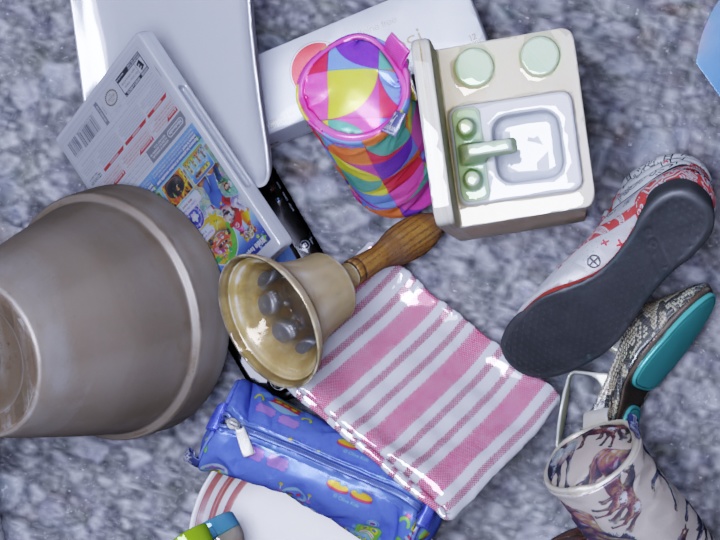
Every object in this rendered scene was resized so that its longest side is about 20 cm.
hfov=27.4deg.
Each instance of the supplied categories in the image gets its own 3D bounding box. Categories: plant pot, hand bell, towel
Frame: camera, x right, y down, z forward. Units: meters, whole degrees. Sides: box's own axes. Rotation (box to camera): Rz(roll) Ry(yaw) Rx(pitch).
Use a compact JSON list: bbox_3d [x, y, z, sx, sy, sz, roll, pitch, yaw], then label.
[{"bbox_3d":[-0.227,0.047,1.109,0.199,0.173,0.202,7,105,29],"label":"plant pot"},{"bbox_3d":[0.000,0.000,1.115,0.104,0.199,0.105,25,129,36],"label":"hand bell"},{"bbox_3d":[0.038,0.080,1.123,0.200,0.030,0.146,39,57,14],"label":"towel"}]

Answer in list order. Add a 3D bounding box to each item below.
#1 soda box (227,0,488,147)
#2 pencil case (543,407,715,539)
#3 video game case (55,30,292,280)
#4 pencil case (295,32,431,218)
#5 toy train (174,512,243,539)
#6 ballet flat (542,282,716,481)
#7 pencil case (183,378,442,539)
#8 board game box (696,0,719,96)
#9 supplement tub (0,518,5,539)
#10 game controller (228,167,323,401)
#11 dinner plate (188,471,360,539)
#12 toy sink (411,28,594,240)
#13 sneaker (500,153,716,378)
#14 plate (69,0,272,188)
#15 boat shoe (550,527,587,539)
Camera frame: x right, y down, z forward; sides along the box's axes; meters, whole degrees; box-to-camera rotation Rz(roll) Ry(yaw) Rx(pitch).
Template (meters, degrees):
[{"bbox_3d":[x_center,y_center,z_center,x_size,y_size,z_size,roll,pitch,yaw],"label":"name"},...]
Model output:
[{"bbox_3d":[0.000,-0.164,1.166,0.199,0.068,0.064,-22,86,8],"label":"soda box"},{"bbox_3d":[0.217,0.195,1.079,0.078,0.090,0.200,-18,118,43],"label":"pencil case"},{"bbox_3d":[-0.149,-0.064,1.153,0.143,0.018,0.201,-42,78,39],"label":"video game case"},{"bbox_3d":[0.014,-0.103,1.095,0.088,0.200,0.089,-2,75,9],"label":"pencil case"},{"bbox_3d":[-0.104,0.236,1.073,0.084,0.200,0.116,-36,78,5],"label":"toy train"},{"bbox_3d":[0.195,0.087,1.134,0.075,0.068,0.201,28,94,31],"label":"ballet flat"},{"bbox_3d":[-0.030,0.152,1.128,0.199,0.087,0.078,24,81,8],"label":"pencil case"},{"bbox_3d":[0.355,-0.148,1.129,0.158,0.039,0.201,-36,88,1],"label":"board game box"},{"bbox_3d":[-0.361,0.166,1.178,0.131,0.132,0.201,-14,86,8],"label":"supplement tub"},{"bbox_3d":[-0.080,0.002,1.186,0.104,0.042,0.201,-31,84,6],"label":"game controller"},{"bbox_3d":[-0.040,0.221,1.181,0.199,0.024,0.202,0,88,8],"label":"dinner plate"},{"bbox_3d":[0.109,-0.098,1.081,0.111,0.200,0.131,-9,86,9],"label":"toy sink"},{"bbox_3d":[0.192,-0.005,1.123,0.067,0.108,0.201,41,117,-5],"label":"sneaker"},{"bbox_3d":[-0.146,-0.164,1.159,0.199,0.032,0.201,1,100,39],"label":"plate"},{"bbox_3d":[0.115,0.270,1.133,0.070,0.070,0.200,45,96,7],"label":"boat shoe"}]
